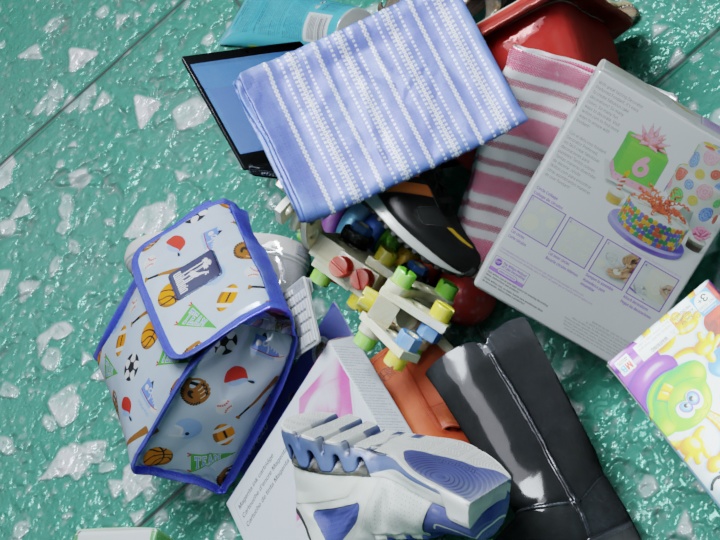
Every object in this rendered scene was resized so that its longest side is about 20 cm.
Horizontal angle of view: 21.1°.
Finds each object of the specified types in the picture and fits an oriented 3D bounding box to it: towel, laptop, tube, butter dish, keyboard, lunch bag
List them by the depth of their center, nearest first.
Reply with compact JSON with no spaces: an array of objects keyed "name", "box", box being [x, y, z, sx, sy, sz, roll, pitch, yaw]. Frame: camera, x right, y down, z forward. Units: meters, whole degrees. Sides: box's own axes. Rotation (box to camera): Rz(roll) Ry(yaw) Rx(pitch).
[{"name":"towel","box":[0.013,-0.136,1.532,0.199,0.024,0.145,-25,70,-2]},{"name":"towel","box":[0.160,-0.069,1.560,0.146,0.030,0.201,18,109,3]},{"name":"butter dish","box":[0.146,-0.133,1.635,0.199,0.200,0.148,-29,75,20]},{"name":"keyboard","box":[-0.067,0.052,1.661,0.011,0.200,0.057,-4,79,-17]},{"name":"lunch bag","box":[-0.138,0.059,1.671,0.200,0.123,0.170,-58,36,24]},{"name":"laptop","box":[-0.026,-0.142,1.717,0.199,0.177,0.104,8,105,36]},{"name":"tube","box":[-0.066,-0.244,1.904,0.200,0.050,0.078,19,71,49]}]

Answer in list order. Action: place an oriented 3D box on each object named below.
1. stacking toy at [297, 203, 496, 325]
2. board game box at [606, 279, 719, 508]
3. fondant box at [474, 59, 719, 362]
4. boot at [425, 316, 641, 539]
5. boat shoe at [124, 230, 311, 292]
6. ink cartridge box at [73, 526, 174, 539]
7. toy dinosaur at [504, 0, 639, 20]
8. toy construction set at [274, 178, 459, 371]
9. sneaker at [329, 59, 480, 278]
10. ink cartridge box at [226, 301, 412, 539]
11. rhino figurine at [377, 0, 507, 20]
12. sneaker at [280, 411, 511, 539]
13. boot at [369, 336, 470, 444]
[{"name":"stacking toy","box":[0.040,-0.013,1.688,0.200,0.085,0.086,31,83,33]},{"name":"board game box","box":[0.290,0.123,1.423,0.103,0.105,0.200,-40,50,6]},{"name":"fondant box","box":[0.200,-0.042,1.515,0.144,0.058,0.200,30,109,1]},{"name":"boot","box":[0.103,0.153,1.493,0.164,0.066,0.201,-20,71,-17]},{"name":"boat shoe","box":[-0.138,0.008,1.797,0.199,0.072,0.069,3,66,24]},{"name":"ink cartridge box","box":[-0.155,0.307,1.544,0.083,0.200,0.147,-7,61,26]},{"name":"toy dinosaur","box":[0.154,-0.240,1.761,0.199,0.047,0.089,-12,65,31]},{"name":"toy construction set","box":[0.000,0.000,1.588,0.092,0.131,0.200,-46,74,19]},{"name":"sneaker","box":[0.039,-0.085,1.557,0.090,0.070,0.200,-46,78,10]},{"name":"ink cartridge box","box":[-0.041,0.161,1.606,0.197,0.043,0.200,-58,45,28]},{"name":"rhino figurine","box":[0.073,-0.254,1.788,0.200,0.060,0.088,3,67,59]},{"name":"sneaker","box":[0.024,0.183,1.460,0.199,0.080,0.116,14,111,38]},{"name":"boot","box":[0.075,0.121,1.588,0.107,0.075,0.200,-40,51,-4]}]
